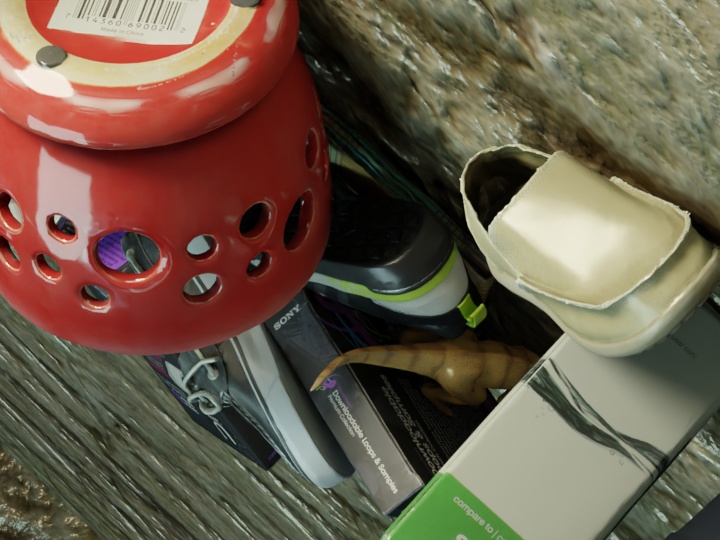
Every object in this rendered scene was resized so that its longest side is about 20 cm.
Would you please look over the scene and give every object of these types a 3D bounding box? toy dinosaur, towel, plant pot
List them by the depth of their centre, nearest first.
[{"bbox_3d":[-0.116,-0.086,1.614,0.200,0.200,0.183,38,147,32],"label":"plant pot"},{"bbox_3d":[0.050,0.051,1.687,0.200,0.061,0.106,7,176,-21],"label":"toy dinosaur"},{"bbox_3d":[0.002,-0.044,1.761,0.200,0.022,0.147,43,166,9],"label":"towel"}]

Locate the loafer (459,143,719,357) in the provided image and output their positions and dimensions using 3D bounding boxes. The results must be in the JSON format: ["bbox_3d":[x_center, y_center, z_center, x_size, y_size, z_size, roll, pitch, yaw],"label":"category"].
[{"bbox_3d":[0.101,-0.014,1.432,0.068,0.076,0.200,46,168,-25],"label":"loafer"}]

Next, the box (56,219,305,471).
[{"bbox_3d":[-0.106,0.024,2.092,0.200,0.106,0.122,54,166,-32],"label":"box"}]

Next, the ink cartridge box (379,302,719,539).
[{"bbox_3d":[0.098,0.100,1.506,0.083,0.200,0.147,41,167,7],"label":"ink cartridge box"}]

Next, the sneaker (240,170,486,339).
[{"bbox_3d":[0.000,0.000,1.704,0.083,0.072,0.200,50,166,-31],"label":"sneaker"}]

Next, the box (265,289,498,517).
[{"bbox_3d":[0.035,0.088,1.763,0.143,0.036,0.200,57,-163,24],"label":"box"}]

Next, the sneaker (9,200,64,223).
[{"bbox_3d":[-0.150,-0.087,1.974,0.199,0.115,0.081,-15,102,40],"label":"sneaker"}]

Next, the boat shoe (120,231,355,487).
[{"bbox_3d":[-0.075,0.048,1.738,0.200,0.068,0.074,57,-161,9],"label":"boat shoe"}]

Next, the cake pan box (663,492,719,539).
[{"bbox_3d":[0.192,0.220,1.565,0.052,0.200,0.184,31,157,55],"label":"cake pan box"}]
